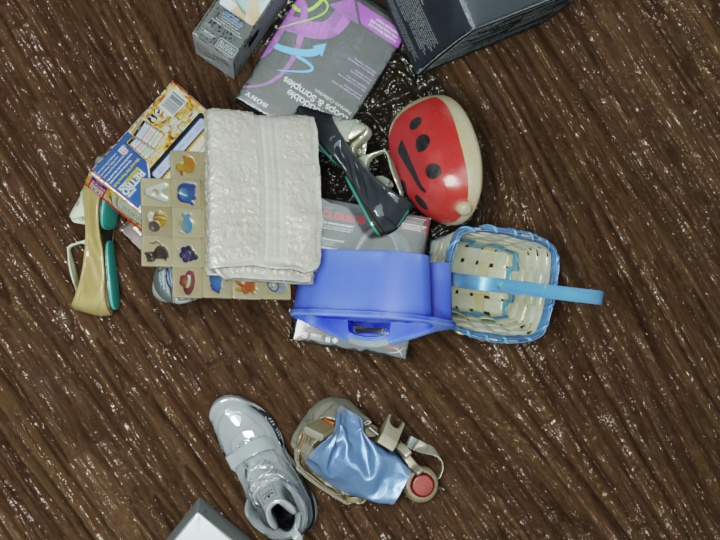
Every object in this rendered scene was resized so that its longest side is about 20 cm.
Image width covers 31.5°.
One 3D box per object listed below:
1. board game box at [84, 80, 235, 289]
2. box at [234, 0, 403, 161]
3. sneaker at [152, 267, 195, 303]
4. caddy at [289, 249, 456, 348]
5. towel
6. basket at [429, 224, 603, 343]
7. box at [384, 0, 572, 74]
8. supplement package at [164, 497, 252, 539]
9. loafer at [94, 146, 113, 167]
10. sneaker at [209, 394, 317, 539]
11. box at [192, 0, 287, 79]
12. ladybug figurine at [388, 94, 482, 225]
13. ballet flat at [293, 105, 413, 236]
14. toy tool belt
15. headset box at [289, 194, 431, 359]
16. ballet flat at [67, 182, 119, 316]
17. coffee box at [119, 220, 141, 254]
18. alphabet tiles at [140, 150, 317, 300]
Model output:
[{"bbox_3d":[-0.184,-0.092,1.437,0.200,0.046,0.152,40,65,-5],"label":"board game box"},{"bbox_3d":[-0.048,-0.261,1.615,0.142,0.036,0.201,31,86,-5],"label":"box"},{"bbox_3d":[-0.158,-0.014,1.498,0.199,0.087,0.075,-17,89,-24],"label":"sneaker"},{"bbox_3d":[0.015,0.036,1.470,0.199,0.141,0.106,2,82,28],"label":"caddy"},{"bbox_3d":[-0.109,-0.083,1.411,0.132,0.034,0.201,3,73,-21],"label":"towel"},{"bbox_3d":[0.175,0.018,1.543,0.175,0.200,0.140,9,86,-21],"label":"basket"},{"bbox_3d":[0.160,-0.349,1.545,0.199,0.198,0.124,-25,92,-19],"label":"box"},{"bbox_3d":[-0.169,0.404,1.545,0.200,0.111,0.156,40,85,-5],"label":"supplement package"},{"bbox_3d":[-0.212,-0.110,1.499,0.199,0.075,0.070,16,65,-15],"label":"loafer"},{"bbox_3d":[-0.119,0.243,1.550,0.075,0.115,0.201,-32,93,1],"label":"sneaker"},{"bbox_3d":[-0.125,-0.343,1.568,0.060,0.117,0.201,34,86,-2],"label":"box"},{"bbox_3d":[0.087,-0.136,1.554,0.071,0.200,0.136,2,127,-24],"label":"ladybug figurine"},{"bbox_3d":[-0.002,-0.135,1.548,0.073,0.073,0.201,-33,74,-6],"label":"ballet flat"},{"bbox_3d":[0.014,0.235,1.566,0.199,0.123,0.125,28,86,-6],"label":"toy tool belt"},{"bbox_3d":[0.000,0.000,1.593,0.148,0.075,0.202,11,87,-6],"label":"headset box"},{"bbox_3d":[-0.329,-0.045,1.562,0.063,0.069,0.202,0,87,7],"label":"ballet flat"},{"bbox_3d":[-0.186,-0.077,1.570,0.200,0.080,0.113,-44,94,-6],"label":"coffee box"},{"bbox_3d":[-0.144,-0.049,1.410,0.199,0.006,0.168,2,74,-21],"label":"alphabet tiles"}]
